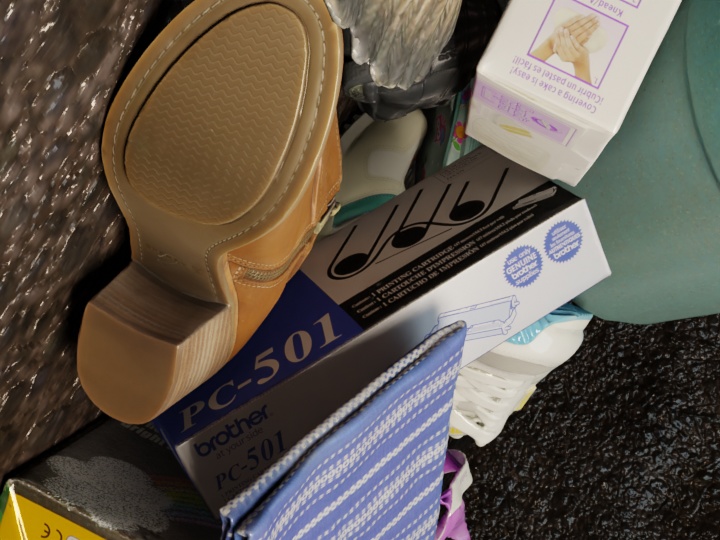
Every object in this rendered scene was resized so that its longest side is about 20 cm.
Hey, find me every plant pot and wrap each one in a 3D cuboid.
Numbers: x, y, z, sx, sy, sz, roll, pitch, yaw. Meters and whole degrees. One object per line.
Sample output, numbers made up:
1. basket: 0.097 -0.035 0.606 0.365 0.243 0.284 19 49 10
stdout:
1. plant pot: 0.182 -0.065 0.761 0.196 0.200 0.201 -21 -153 53

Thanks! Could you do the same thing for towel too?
1. towel: -0.007 0.132 0.654 0.145 0.024 0.201 -37 145 -40

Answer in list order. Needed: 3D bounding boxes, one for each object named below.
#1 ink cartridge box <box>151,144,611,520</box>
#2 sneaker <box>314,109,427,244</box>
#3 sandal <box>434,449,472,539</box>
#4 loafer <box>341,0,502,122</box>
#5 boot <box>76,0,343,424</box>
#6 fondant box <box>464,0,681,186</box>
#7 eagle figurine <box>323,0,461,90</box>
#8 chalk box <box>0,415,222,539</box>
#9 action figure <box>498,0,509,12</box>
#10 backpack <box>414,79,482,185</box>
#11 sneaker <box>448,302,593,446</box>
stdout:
1. ink cartridge box: 0.000 0.021 0.700 0.199 0.094 0.044 -31 118 -11
2. sneaker: 0.000 0.000 0.856 0.200 0.093 0.071 -55 168 -27
3. sandal: 0.033 0.118 0.791 0.203 0.049 0.083 95 15 -67
4. loafer: 0.029 -0.101 0.712 0.201 0.070 0.069 -68 154 -83
5. boot: -0.034 -0.046 0.628 0.155 0.076 0.201 -49 161 -55
6. fondant box: 0.109 -0.141 0.626 0.144 0.058 0.201 63 52 -85
7. eagle figurine: 0.020 -0.146 0.440 0.150 0.200 0.153 -20 118 -11
8. chalk box: -0.081 0.142 0.746 0.125 0.124 0.200 -69 166 17
9. action figure: 0.081 -0.158 0.753 0.118 0.055 0.200 -30 160 3
10. backpack: 0.095 -0.078 0.927 0.167 0.125 0.201 89 6 -57
11. sneaker: 0.064 0.047 0.818 0.200 0.076 0.081 107 3 -83
